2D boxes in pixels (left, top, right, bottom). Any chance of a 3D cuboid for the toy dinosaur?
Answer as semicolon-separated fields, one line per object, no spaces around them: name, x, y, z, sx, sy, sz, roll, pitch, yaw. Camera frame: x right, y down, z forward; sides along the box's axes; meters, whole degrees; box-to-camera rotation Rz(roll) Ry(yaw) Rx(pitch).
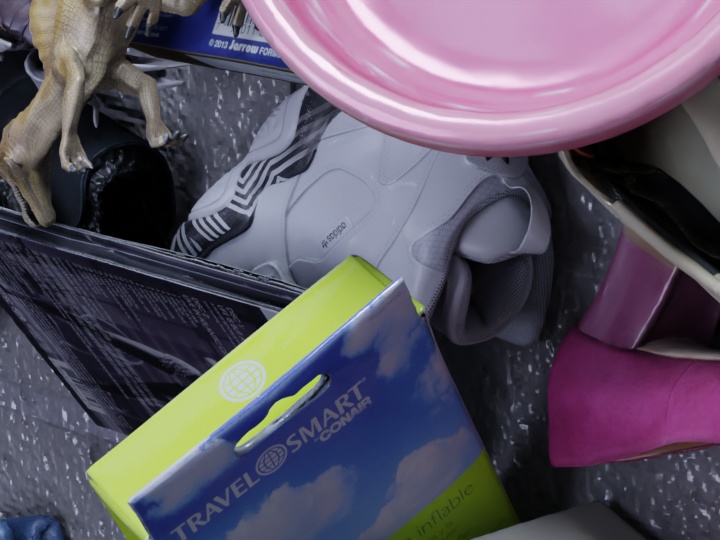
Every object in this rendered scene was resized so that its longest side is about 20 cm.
toy dinosaur;-0.086;-0.106;1.028;0.101;0.058;0.200;29;96;50

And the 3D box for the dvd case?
dvd case;-0.063;0.036;1.108;0.200;0.016;0.149;16;151;39

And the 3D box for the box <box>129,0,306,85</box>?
box;-0.017;-0.169;1.047;0.121;0.032;0.200;15;86;49

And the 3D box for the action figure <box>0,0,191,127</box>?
action figure;-0.111;-0.152;1.154;0.130;0.069;0.200;9;108;13

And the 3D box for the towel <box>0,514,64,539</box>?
towel;-0.204;0.182;1.385;0.200;0.049;0.112;-20;84;51

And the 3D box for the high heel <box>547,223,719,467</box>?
high heel;0.131;0.064;0.928;0.200;0.067;0.096;46;123;54

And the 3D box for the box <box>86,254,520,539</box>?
box;-0.013;0.085;0.993;0.048;0.122;0.200;41;165;38

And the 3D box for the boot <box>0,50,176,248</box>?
boot;-0.163;-0.003;1.267;0.168;0.076;0.200;44;124;41

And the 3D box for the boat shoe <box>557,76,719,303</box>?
boat shoe;0.095;-0.049;0.951;0.200;0.063;0.071;45;132;37

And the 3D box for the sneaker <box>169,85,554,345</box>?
sneaker;0.000;0.000;1.068;0.200;0.075;0.115;-52;56;40

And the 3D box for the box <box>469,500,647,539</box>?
box;0.095;0.191;0.970;0.200;0.109;0.128;38;127;39

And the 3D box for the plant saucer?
plant saucer;0.054;-0.130;0.924;0.200;0.051;0.201;-4;76;15
